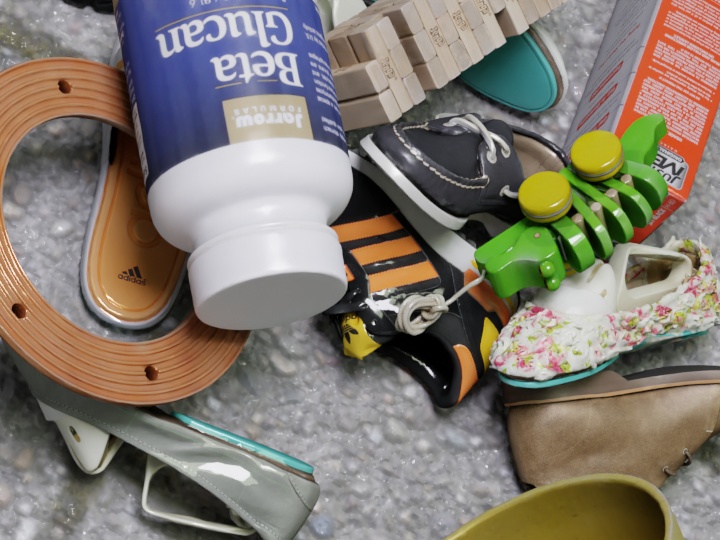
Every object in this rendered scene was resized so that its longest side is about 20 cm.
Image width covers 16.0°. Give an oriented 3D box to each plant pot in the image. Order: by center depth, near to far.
[{"bbox_3d":[0.109,0.226,1.354,0.200,0.200,0.142,-46,113,-32],"label":"plant pot"}]

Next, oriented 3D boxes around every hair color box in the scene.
[{"bbox_3d":[0.180,-0.113,1.577,0.061,0.102,0.201,28,60,-9],"label":"hair color box"}]

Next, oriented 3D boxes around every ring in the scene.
[{"bbox_3d":[-0.139,-0.020,1.364,0.200,0.019,0.201,21,56,-33],"label":"ring"}]

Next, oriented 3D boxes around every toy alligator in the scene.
[{"bbox_3d":[0.110,-0.016,1.435,0.200,0.059,0.054,-39,49,-15],"label":"toy alligator"}]

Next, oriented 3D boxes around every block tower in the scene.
[{"bbox_3d":[0.058,-0.151,1.481,0.200,0.058,0.054,-37,109,-34],"label":"block tower"}]

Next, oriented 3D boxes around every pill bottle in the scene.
[{"bbox_3d":[-0.065,-0.076,1.366,0.111,0.111,0.201,-3,68,-24],"label":"pill bottle"}]

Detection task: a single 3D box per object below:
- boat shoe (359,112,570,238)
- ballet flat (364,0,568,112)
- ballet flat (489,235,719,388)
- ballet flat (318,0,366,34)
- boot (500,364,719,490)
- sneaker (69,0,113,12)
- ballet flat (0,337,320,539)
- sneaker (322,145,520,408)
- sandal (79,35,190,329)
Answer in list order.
[{"bbox_3d":[0.065,-0.061,1.461,0.074,0.060,0.200,52,16,24],"label":"boat shoe"},{"bbox_3d":[0.049,-0.174,1.577,0.199,0.069,0.070,32,58,-5],"label":"ballet flat"},{"bbox_3d":[0.142,0.018,1.495,0.200,0.075,0.064,-15,112,-50],"label":"ballet flat"},{"bbox_3d":[-0.035,-0.178,1.501,0.069,0.069,0.201,-34,98,-32],"label":"ballet flat"},{"bbox_3d":[0.178,0.093,1.509,0.199,0.074,0.076,-4,85,-19],"label":"boot"},{"bbox_3d":[-0.185,-0.209,1.483,0.199,0.075,0.080,12,60,-18],"label":"sneaker"},{"bbox_3d":[-0.118,0.093,1.379,0.199,0.067,0.064,28,89,-6],"label":"ballet flat"},{"bbox_3d":[0.000,0.000,1.453,0.200,0.070,0.090,35,60,-20],"label":"sneaker"},{"bbox_3d":[-0.108,-0.066,1.456,0.079,0.059,0.208,15,61,-16],"label":"sandal"}]
